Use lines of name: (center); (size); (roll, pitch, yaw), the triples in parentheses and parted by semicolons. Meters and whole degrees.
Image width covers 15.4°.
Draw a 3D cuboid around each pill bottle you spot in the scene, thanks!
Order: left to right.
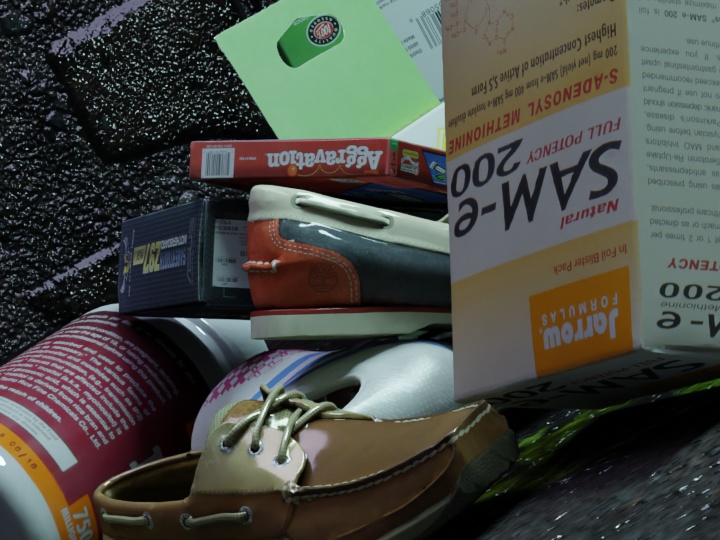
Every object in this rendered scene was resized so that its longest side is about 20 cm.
pill bottle: (-0.131, 0.085, 1.279); (0.113, 0.114, 0.200); (-24, 8, 43)

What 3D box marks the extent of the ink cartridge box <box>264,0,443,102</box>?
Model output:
ink cartridge box: (0.051, -0.109, 1.664); (0.146, 0.201, 0.083); (-27, 3, 14)

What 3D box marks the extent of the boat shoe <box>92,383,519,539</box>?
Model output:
boat shoe: (-0.032, 0.084, 0.996); (0.199, 0.074, 0.076); (-25, 7, 38)

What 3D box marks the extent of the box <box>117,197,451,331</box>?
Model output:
box: (0.000, 0.000, 1.232); (0.198, 0.051, 0.158); (3, -3, -19)

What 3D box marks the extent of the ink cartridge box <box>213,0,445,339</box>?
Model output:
ink cartridge box: (0.022, -0.077, 1.505); (0.048, 0.201, 0.145); (-27, 5, 41)

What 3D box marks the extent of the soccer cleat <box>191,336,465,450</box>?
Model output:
soccer cleat: (-0.030, 0.069, 1.111); (0.086, 0.070, 0.199); (-22, 1, -38)

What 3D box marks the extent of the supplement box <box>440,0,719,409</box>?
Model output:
supplement box: (0.090, -0.057, 0.969); (0.073, 0.202, 0.126); (4, -14, -29)

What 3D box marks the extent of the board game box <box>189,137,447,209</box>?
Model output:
board game box: (0.022, -0.038, 1.190); (0.102, 0.020, 0.199); (2, -4, 33)

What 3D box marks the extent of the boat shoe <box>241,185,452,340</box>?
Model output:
boat shoe: (0.048, -0.005, 1.096); (0.198, 0.063, 0.071); (-1, -5, -17)
